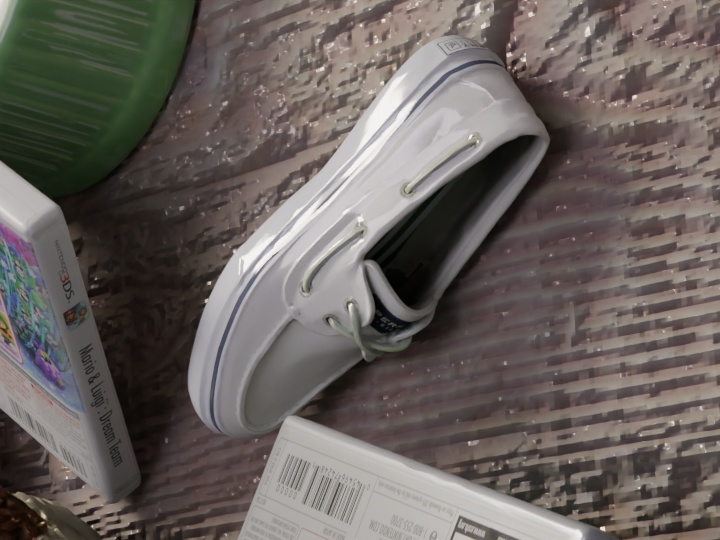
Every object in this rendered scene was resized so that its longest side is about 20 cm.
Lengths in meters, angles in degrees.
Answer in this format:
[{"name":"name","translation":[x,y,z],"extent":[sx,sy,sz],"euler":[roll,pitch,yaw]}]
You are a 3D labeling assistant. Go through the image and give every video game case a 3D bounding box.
[{"name":"video game case","translation":[-0.005,0.152,0.719],"extent":[0.200,0.022,0.184],"euler":[13,81,60]},{"name":"video game case","translation":[-0.184,-0.005,0.992],"extent":[0.200,0.024,0.183],"euler":[35,150,35]}]

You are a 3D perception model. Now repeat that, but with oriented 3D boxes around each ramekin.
[{"name":"ramekin","translation":[-0.180,-0.141,1.052],"extent":[0.199,0.097,0.202],"euler":[-9,77,43]}]

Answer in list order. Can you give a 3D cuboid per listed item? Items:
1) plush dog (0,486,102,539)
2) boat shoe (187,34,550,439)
[{"name":"plush dog","translation":[-0.171,0.186,0.920],"extent":[0.172,0.160,0.200],"euler":[-50,49,-5]},{"name":"boat shoe","translation":[0.000,0.000,0.870],"extent":[0.201,0.073,0.067],"euler":[-57,47,20]}]
